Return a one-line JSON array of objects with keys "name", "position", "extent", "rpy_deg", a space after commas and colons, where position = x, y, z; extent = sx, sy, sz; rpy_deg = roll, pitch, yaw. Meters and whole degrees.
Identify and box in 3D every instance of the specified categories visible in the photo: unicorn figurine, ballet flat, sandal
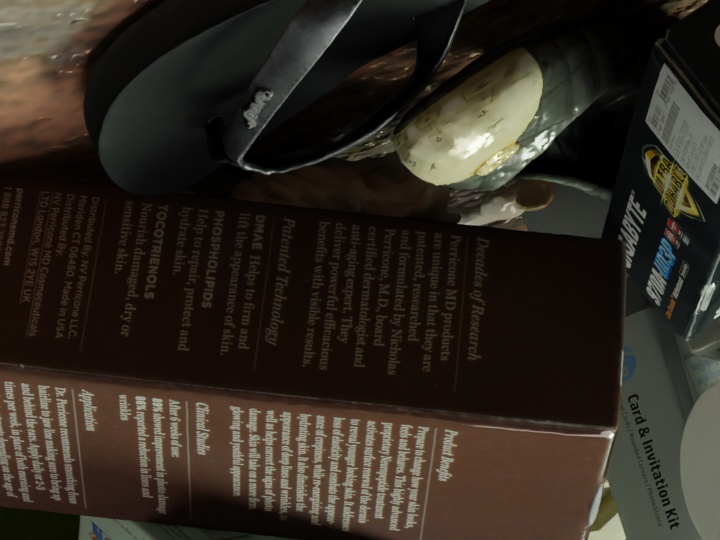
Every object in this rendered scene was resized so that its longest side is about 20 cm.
[{"name": "unicorn figurine", "position": [0.000, 0.000, 0.896], "extent": [0.137, 0.074, 0.200], "rpy_deg": [-11, 150, 10]}, {"name": "ballet flat", "position": [0.073, -0.042, 0.797], "extent": [0.066, 0.057, 0.200], "rpy_deg": [-31, 168, 28]}, {"name": "sandal", "position": [-0.003, -0.065, 0.709], "extent": [0.200, 0.043, 0.076], "rpy_deg": [-30, 159, 36]}]

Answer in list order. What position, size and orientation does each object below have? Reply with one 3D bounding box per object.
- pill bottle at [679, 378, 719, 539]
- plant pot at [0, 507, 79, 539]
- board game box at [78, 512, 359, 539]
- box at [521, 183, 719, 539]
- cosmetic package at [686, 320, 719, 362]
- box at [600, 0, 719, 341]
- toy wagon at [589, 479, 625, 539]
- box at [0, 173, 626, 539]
[{"name": "pill bottle", "position": [0.206, 0.060, 0.913], "extent": [0.199, 0.111, 0.111], "rpy_deg": [-5, 159, -38]}, {"name": "plant pot", "position": [-0.118, 0.185, 1.007], "extent": [0.199, 0.191, 0.200], "rpy_deg": [-4, -170, 1]}, {"name": "board game box", "position": [-0.034, 0.172, 0.889], "extent": [0.103, 0.201, 0.105], "rpy_deg": [-8, -155, -33]}, {"name": "box", "position": [0.133, 0.065, 0.986], "extent": [0.041, 0.201, 0.156], "rpy_deg": [-23, 162, 23]}, {"name": "cosmetic package", "position": [0.189, -0.014, 0.996], "extent": [0.107, 0.085, 0.200], "rpy_deg": [-28, 160, 22]}, {"name": "box", "position": [0.167, -0.072, 0.753], "extent": [0.200, 0.046, 0.159], "rpy_deg": [-34, 165, -10]}, {"name": "toy wagon", "position": [0.059, 0.058, 1.090], "extent": [0.154, 0.040, 0.200], "rpy_deg": [-10, 138, 12]}, {"name": "box", "position": [-0.022, 0.032, 0.809], "extent": [0.199, 0.075, 0.100], "rpy_deg": [8, 150, 1]}]
